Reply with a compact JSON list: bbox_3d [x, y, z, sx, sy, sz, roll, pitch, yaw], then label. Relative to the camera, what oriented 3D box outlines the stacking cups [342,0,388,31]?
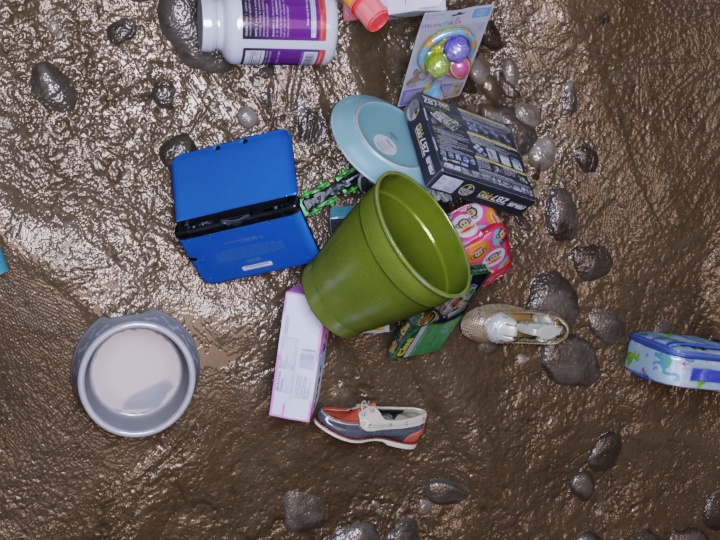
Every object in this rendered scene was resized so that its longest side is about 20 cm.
[{"bbox_3d":[-0.028,-0.436,1.325,0.060,0.061,0.201,-35,79,-8],"label":"stacking cups"}]

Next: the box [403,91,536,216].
[{"bbox_3d":[0.170,-0.180,1.402,0.197,0.049,0.164,12,52,-34],"label":"box"}]

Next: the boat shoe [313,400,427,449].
[{"bbox_3d":[0.018,0.245,1.484,0.197,0.071,0.064,14,110,-24],"label":"boat shoe"}]

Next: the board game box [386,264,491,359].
[{"bbox_3d":[0.122,0.068,1.438,0.103,0.024,0.201,-8,142,-35],"label":"board game box"}]

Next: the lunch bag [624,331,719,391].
[{"bbox_3d":[0.585,0.163,1.596,0.196,0.161,0.084,7,97,-17],"label":"lunch bag"}]

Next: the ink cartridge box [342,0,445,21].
[{"bbox_3d":[0.061,-0.433,1.321,0.067,0.198,0.119,-12,104,-43],"label":"ink cartridge box"}]

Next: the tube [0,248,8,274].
[{"bbox_3d":[-0.560,-0.084,1.277,0.076,0.050,0.204,-21,99,-16],"label":"tube"}]

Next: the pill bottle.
[{"bbox_3d":[-0.137,-0.359,1.322,0.196,0.112,0.115,-3,100,-16],"label":"pill bottle"}]

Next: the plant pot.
[{"bbox_3d":[0.023,-0.003,1.294,0.192,0.202,0.200,-36,111,29],"label":"plant pot"}]

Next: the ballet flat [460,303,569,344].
[{"bbox_3d":[0.269,0.094,1.541,0.196,0.065,0.072,-1,99,-16],"label":"ballet flat"}]

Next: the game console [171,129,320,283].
[{"bbox_3d":[-0.172,-0.092,1.363,0.196,0.120,0.172,-11,134,13],"label":"game console"}]

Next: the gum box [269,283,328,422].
[{"bbox_3d":[-0.090,0.130,1.405,0.065,0.114,0.204,9,96,4],"label":"gum box"}]

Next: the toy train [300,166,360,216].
[{"bbox_3d":[-0.064,-0.115,1.412,0.198,0.056,0.042,-31,98,-10],"label":"toy train"}]

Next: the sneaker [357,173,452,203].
[{"bbox_3d":[0.068,-0.149,1.416,0.198,0.074,0.083,1,90,-49],"label":"sneaker"}]

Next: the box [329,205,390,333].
[{"bbox_3d":[0.000,0.000,1.421,0.080,0.049,0.204,-4,114,1],"label":"box"}]

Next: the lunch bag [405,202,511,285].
[{"bbox_3d":[0.144,-0.008,1.450,0.198,0.083,0.177,-29,149,-3],"label":"lunch bag"}]

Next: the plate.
[{"bbox_3d":[0.046,-0.199,1.375,0.197,0.203,0.026,24,134,-19],"label":"plate"}]

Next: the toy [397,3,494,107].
[{"bbox_3d":[0.132,-0.310,1.373,0.113,0.201,0.048,-13,66,-18],"label":"toy"}]

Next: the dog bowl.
[{"bbox_3d":[-0.340,0.159,1.373,0.196,0.059,0.205,-3,100,-16],"label":"dog bowl"}]
